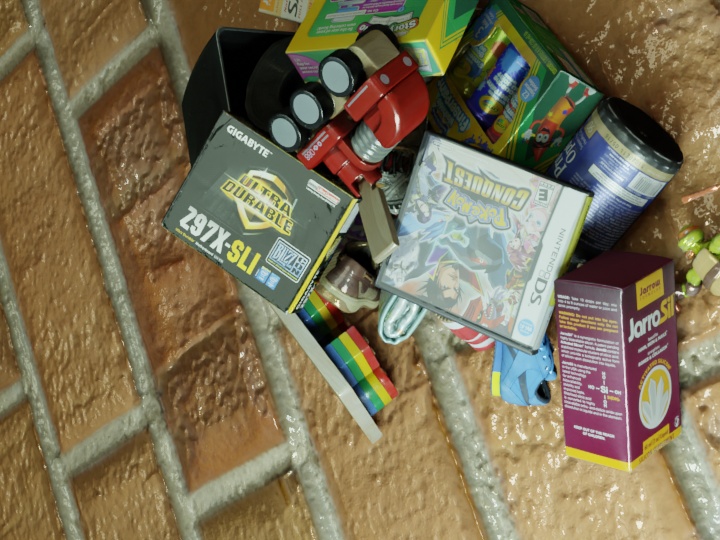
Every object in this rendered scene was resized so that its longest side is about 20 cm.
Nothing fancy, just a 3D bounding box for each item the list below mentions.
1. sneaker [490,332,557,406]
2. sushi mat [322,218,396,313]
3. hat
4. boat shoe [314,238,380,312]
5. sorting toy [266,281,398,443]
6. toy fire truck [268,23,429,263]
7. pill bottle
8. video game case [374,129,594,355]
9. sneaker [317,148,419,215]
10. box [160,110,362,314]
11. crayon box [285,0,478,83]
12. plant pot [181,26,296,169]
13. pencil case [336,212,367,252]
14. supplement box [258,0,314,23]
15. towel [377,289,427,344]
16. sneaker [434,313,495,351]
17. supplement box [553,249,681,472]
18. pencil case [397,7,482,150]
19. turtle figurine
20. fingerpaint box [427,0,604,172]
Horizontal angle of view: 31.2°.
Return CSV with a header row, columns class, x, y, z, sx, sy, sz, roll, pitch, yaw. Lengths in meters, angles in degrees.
class,x,y,z,sx,sy,sz,roll,pitch,yaw
sneaker,0.190,0.075,1.459,0.077,0.066,0.202,14,134,20
sushi mat,-0.006,0.001,1.699,0.198,0.012,0.097,-19,76,39
hat,-0.039,-0.211,1.587,0.197,0.081,0.203,-8,54,12
boat shoe,0.000,0.000,1.572,0.072,0.200,0.073,33,101,10
sorting toy,-0.033,0.095,1.621,0.069,0.199,0.201,-37,64,-5
toy fire truck,0.010,-0.133,1.410,0.201,0.129,0.176,49,137,-2
pill bottle,0.252,-0.080,1.418,0.112,0.111,0.201,52,120,27
video game case,0.129,-0.032,1.385,0.198,0.025,0.183,23,102,23
sneaker,0.019,-0.116,1.544,0.198,0.082,0.079,-5,48,33
box,-0.117,-0.069,1.528,0.199,0.049,0.161,34,101,13
crayon box,0.034,-0.301,1.496,0.198,0.058,0.174,2,55,37
plant pot,-0.130,-0.187,1.702,0.177,0.197,0.203,-23,74,53
pencil case,-0.064,-0.059,1.703,0.198,0.085,0.085,-11,109,41
supplement box,-0.032,-0.375,1.685,0.198,0.073,0.128,22,102,39
towel,0.083,-0.030,1.524,0.048,0.172,0.201,29,118,-9
sneaker,0.163,-0.002,1.532,0.071,0.113,0.202,16,70,41
supplement box,0.273,0.092,1.363,0.085,0.110,0.203,9,113,42
pencil case,0.077,-0.247,1.589,0.089,0.077,0.202,39,114,49
turtle figurine,0.375,0.013,1.346,0.162,0.064,0.201,56,144,22
fingerpaint box,0.163,-0.196,1.466,0.168,0.073,0.201,-53,35,23
